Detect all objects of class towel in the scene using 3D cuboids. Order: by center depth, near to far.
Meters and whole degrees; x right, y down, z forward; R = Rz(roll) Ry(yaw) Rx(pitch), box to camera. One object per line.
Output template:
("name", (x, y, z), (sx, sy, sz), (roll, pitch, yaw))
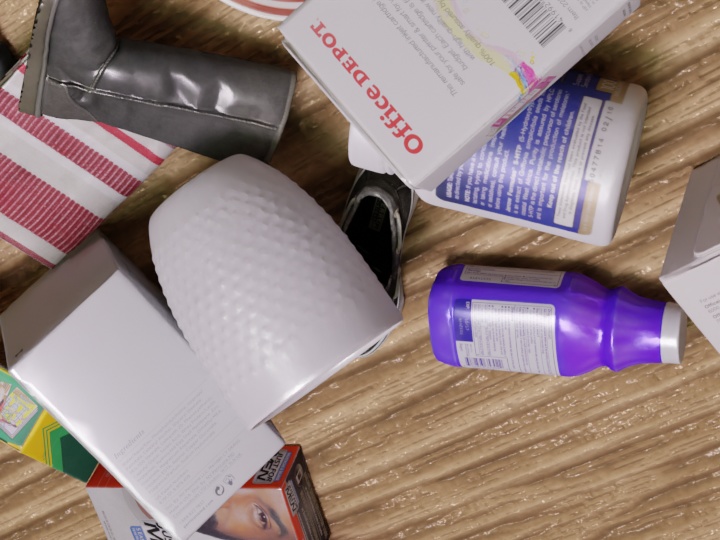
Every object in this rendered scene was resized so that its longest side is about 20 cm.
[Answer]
("towel", (-0.242, -0.100, 1.496), (0.144, 0.023, 0.200), (35, 119, -26))

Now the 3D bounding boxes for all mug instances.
("mug", (-0.079, 0.013, 1.439), (0.176, 0.147, 0.200), (55, 168, 4))

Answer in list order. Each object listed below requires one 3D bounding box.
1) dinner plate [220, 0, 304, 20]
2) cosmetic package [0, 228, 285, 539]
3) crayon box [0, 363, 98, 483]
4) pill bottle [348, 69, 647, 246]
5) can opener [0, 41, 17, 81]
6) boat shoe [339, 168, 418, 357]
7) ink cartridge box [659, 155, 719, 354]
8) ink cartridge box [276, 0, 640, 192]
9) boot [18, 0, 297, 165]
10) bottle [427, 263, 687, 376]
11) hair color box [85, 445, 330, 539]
("dinner plate", (-0.061, -0.272, 1.341), (0.199, 0.024, 0.201), (11, 128, 14))
("cosmetic package", (-0.183, 0.087, 1.526), (0.123, 0.199, 0.200), (-44, 107, -2))
("crayon box", (-0.332, 0.104, 1.617), (0.199, 0.058, 0.173), (27, 172, 16))
("pill bottle", (0.098, -0.097, 1.349), (0.199, 0.120, 0.120), (14, 129, 10))
("can opener", (-0.306, -0.154, 1.498), (0.052, 0.067, 0.200), (-16, 123, 28))
("boat shoe", (0.000, 0.000, 1.494), (0.070, 0.064, 0.201), (16, 129, 8))
("ink cartridge box", (0.335, 0.007, 1.320), (0.144, 0.147, 0.200), (-30, 111, 35))
("ink cartridge box", (0.066, -0.170, 1.252), (0.200, 0.085, 0.145), (-41, 84, 7))
("boot", (-0.145, -0.158, 1.395), (0.199, 0.073, 0.182), (15, 140, -6))
("bottle", (0.155, 0.042, 1.467), (0.199, 0.065, 0.084), (4, 127, 18))
("hair color box", (-0.140, 0.222, 1.715), (0.199, 0.064, 0.111), (-4, 123, 21))
